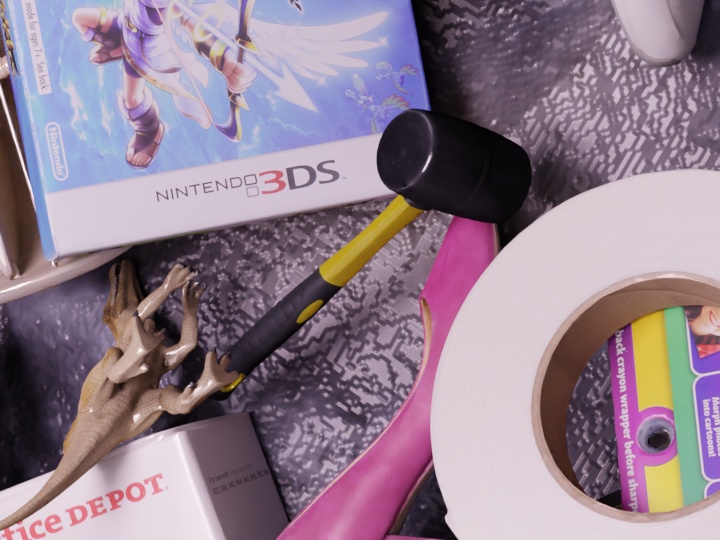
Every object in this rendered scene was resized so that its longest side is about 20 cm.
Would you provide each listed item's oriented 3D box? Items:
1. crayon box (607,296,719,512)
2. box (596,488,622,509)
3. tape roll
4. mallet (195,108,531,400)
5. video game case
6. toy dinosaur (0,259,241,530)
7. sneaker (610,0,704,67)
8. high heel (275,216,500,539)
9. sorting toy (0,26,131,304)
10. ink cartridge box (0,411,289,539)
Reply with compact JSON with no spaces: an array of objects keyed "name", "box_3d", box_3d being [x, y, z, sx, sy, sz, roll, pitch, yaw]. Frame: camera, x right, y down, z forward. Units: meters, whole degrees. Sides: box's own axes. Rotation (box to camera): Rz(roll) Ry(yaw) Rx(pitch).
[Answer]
[{"name":"crayon box","box_3d":[0.196,0.065,1.250,0.172,0.058,0.200,-12,66,19]},{"name":"box","box_3d":[0.104,0.191,1.333,0.200,0.049,0.161,-27,78,19]},{"name":"tape roll","box_3d":[0.126,0.057,1.229,0.202,0.037,0.203,-9,66,20]},{"name":"mallet","box_3d":[0.000,0.000,1.351,0.200,0.066,0.041,-48,45,38]},{"name":"video game case","box_3d":[-0.069,-0.118,1.345,0.181,0.045,0.200,-11,91,-14]},{"name":"toy dinosaur","box_3d":[-0.109,0.059,1.364,0.058,0.200,0.101,41,127,-14]},{"name":"sneaker","box_3d":[0.148,-0.186,1.286,0.080,0.070,0.201,6,96,20]},{"name":"high heel","box_3d":[0.008,0.060,1.340,0.096,0.067,0.200,9,83,2]},{"name":"sorting toy","box_3d":[-0.112,-0.105,1.393,0.180,0.107,0.200,-16,92,7]},{"name":"ink cartridge box","box_3d":[-0.094,0.183,1.411,0.145,0.084,0.200,-21,86,23]}]
